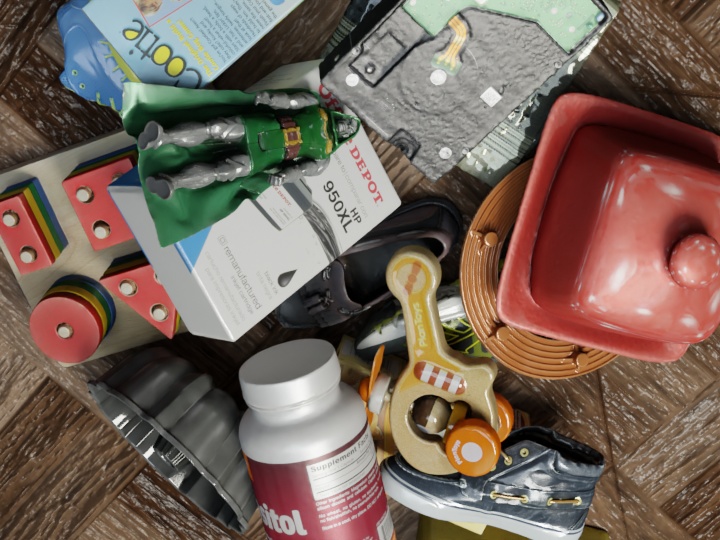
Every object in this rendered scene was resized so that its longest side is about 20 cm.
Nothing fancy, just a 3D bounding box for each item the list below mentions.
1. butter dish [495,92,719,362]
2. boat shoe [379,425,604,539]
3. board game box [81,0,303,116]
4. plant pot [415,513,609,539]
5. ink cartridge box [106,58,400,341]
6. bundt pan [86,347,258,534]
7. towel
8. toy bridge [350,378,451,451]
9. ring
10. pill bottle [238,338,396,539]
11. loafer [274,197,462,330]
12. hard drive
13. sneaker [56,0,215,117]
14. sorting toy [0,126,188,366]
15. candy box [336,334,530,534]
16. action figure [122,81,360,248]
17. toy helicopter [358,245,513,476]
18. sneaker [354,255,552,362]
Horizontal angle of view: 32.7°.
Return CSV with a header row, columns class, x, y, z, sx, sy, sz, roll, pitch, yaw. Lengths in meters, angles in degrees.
class,x,y,z,sx,sy,sz,roll,pitch,yaw
butter dish,0.234,-0.020,0.979,0.196,0.148,0.203,13,98,-19
boat shoe,0.118,0.177,1.106,0.197,0.071,0.092,15,111,-7
board game box,-0.107,-0.226,0.954,0.199,0.103,0.105,-41,105,-3
plant pot,0.132,0.370,1.176,0.191,0.201,0.199,10,115,3
ink cartridge box,-0.083,-0.061,1.011,0.084,0.199,0.146,5,129,56
bundt pan,-0.157,0.147,1.139,0.202,0.201,0.076,47,69,-13
towel,0.088,-0.192,1.025,0.198,0.035,0.194,32,112,-5
toy bridge,-0.012,0.148,1.128,0.199,0.027,0.067,-37,101,19
ring,0.179,-0.002,1.055,0.197,0.019,0.204,-3,103,-15
pill bottle,-0.041,0.168,1.056,0.111,0.113,0.203,-9,109,12
loafer,0.000,0.000,1.101,0.198,0.063,0.072,-29,107,19
hard drive,0.081,-0.181,0.972,0.139,0.038,0.200,37,114,-26
sneaker,-0.191,-0.158,1.055,0.104,0.076,0.202,-21,103,19
sorting toy,-0.237,-0.011,1.126,0.197,0.070,0.201,-16,111,14
candy box,0.050,0.156,1.169,0.197,0.055,0.117,23,114,-2
action figure,-0.077,-0.097,0.929,0.054,0.198,0.120,-1,102,48
toy helicopter,0.050,0.078,1.046,0.130,0.079,0.203,-6,105,20
sneaker,0.090,0.054,1.103,0.197,0.075,0.086,-20,105,16
